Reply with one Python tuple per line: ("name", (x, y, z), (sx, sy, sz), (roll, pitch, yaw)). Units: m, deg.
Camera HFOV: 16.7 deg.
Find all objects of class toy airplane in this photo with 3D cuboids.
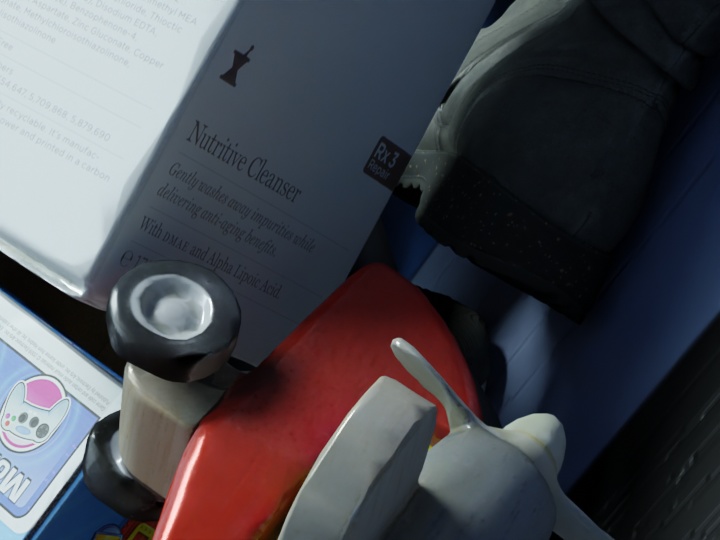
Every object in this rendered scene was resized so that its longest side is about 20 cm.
("toy airplane", (-0.012, 0.104, 0.532), (0.200, 0.141, 0.199), (-78, 5, -85))

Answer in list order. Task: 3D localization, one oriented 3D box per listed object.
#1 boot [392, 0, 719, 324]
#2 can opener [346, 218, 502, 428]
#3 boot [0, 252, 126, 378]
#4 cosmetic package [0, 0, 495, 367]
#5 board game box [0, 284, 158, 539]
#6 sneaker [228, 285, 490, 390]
("boot", (0.058, -0.069, 0.741), (0.131, 0.068, 0.200), (-59, 23, 5))
("can opener", (0.000, 0.000, 0.687), (0.067, 0.053, 0.200), (-37, 58, 35))
("boot", (-0.079, 0.054, 0.738), (0.200, 0.075, 0.074), (48, 137, 28))
("cosmetic package", (-0.023, -0.085, 0.626), (0.200, 0.081, 0.113), (-61, -29, 2))
("board game box", (-0.163, 0.082, 0.708), (0.200, 0.056, 0.196), (33, 85, 41))
("sneaker", (-0.025, 0.071, 0.800), (0.200, 0.076, 0.115), (-7, 100, 46))
